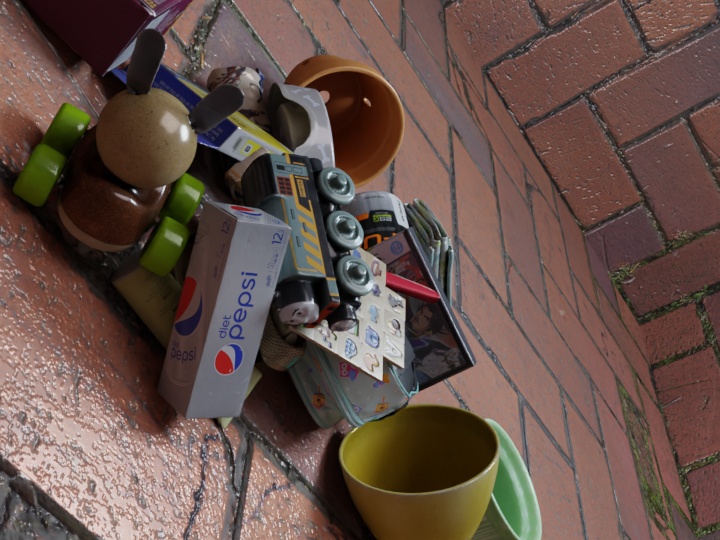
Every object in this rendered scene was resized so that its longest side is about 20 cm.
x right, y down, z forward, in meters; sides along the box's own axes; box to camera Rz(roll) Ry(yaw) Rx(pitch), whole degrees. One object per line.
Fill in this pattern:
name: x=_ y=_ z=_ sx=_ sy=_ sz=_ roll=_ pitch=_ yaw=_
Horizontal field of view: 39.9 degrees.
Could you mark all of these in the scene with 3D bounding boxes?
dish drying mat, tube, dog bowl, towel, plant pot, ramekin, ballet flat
dish drying mat: x=0.000 y=0.000 z=1.239 sx=0.197 sy=0.018 sz=0.077 roll=20 pitch=4 yaw=-12
tube: x=-0.177 y=0.067 z=1.031 sx=0.201 sy=0.058 sz=0.052 roll=56 pitch=2 yaw=-25
dog bowl: x=-0.082 y=-0.154 z=1.341 sx=0.200 sy=0.058 sz=0.204 roll=174 pitch=-90 yaw=-75
towel: x=0.099 y=0.009 z=1.549 sx=0.172 sy=0.047 sz=0.203 roll=-117 pitch=-153 yaw=-59
plant pot: x=0.078 y=0.279 z=1.231 sx=0.200 sy=0.196 sz=0.144 roll=-63 pitch=149 yaw=-64
plant pot: x=-0.046 y=-0.241 z=1.523 sx=0.200 sy=0.199 sz=0.141 roll=47 pitch=9 yaw=-35
ramekin: x=0.186 y=0.337 z=1.499 sx=0.200 sy=0.097 sz=0.202 roll=49 pitch=26 yaw=-34
ballet flat: x=-0.091 y=0.007 z=1.094 sx=0.067 sy=0.075 sz=0.203 roll=3 pitch=65 yaw=-38

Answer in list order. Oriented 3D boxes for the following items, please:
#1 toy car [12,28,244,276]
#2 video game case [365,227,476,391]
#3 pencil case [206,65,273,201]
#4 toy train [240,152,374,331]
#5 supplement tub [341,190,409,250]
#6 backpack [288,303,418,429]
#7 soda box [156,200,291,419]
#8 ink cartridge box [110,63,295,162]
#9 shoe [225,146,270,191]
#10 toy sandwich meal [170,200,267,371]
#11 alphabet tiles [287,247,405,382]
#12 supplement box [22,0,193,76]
toy car: x=-0.201 y=-0.127 z=0.933 sx=0.163 sy=0.200 sz=0.159 roll=30 pitch=33 yaw=-18
video game case: x=0.035 y=0.072 z=1.337 sx=0.202 sy=0.179 sz=0.025 roll=64 pitch=20 yaw=2
pencil case: x=-0.151 y=-0.180 z=1.334 sx=0.089 sy=0.077 sz=0.203 roll=15 pitch=50 yaw=-44
toy train: x=-0.058 y=-0.031 z=1.026 sx=0.113 sy=0.085 sz=0.203 roll=5 pitch=60 yaw=-33
supplement tub: x=0.027 y=-0.007 z=1.489 sx=0.122 sy=0.121 sz=0.202 roll=34 pitch=35 yaw=-51
backpack: x=-0.013 y=0.103 z=1.211 sx=0.200 sy=0.151 sz=0.178 roll=115 pitch=-50 yaw=-86
soda box: x=-0.134 y=0.040 z=0.962 sx=0.068 sy=0.203 sz=0.063 roll=5 pitch=16 yaw=-42
ink cartridge box: x=-0.187 y=-0.189 z=1.185 sx=0.197 sy=0.047 sz=0.199 roll=40 pitch=7 yaw=30
shoe: x=-0.091 y=-0.083 z=1.165 sx=0.069 sy=0.054 sz=0.200 roll=33 pitch=-5 yaw=25
toy sandwich meal: x=-0.139 y=0.019 z=1.145 sx=0.206 sy=0.070 sz=0.207 roll=49 pitch=26 yaw=-33
alphabet tiles: x=-0.022 y=0.026 z=1.093 sx=0.199 sy=0.006 sz=0.168 roll=33 pitch=41 yaw=-30
supplement box: x=-0.277 y=-0.326 z=1.141 sx=0.131 sy=0.103 sz=0.201 roll=44 pitch=25 yaw=-11
